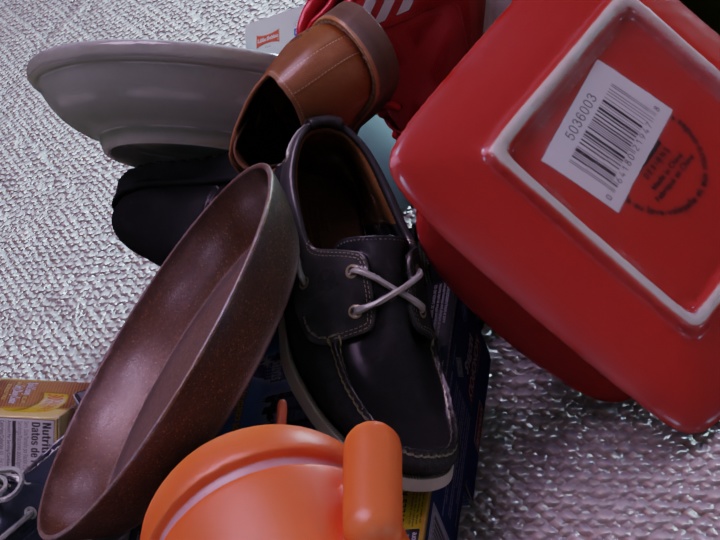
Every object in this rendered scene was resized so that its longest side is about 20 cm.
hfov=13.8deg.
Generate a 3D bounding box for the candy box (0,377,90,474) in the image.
[{"bbox_3d":[-0.254,0.093,1.697,0.199,0.056,0.115,2,8,8],"label":"candy box"}]

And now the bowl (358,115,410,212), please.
[{"bbox_3d":[-0.045,-0.083,1.891,0.200,0.105,0.201,-29,19,11],"label":"bowl"}]

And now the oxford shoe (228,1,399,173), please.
[{"bbox_3d":[-0.041,-0.063,1.515,0.071,0.071,0.200,-34,-17,-25],"label":"oxford shoe"}]

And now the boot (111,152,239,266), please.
[{"bbox_3d":[-0.095,0.021,1.695,0.198,0.073,0.163,-9,64,55],"label":"boot"}]

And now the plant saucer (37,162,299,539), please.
[{"bbox_3d":[-0.083,0.044,1.372,0.200,0.034,0.200,-55,13,19],"label":"plant saucer"}]

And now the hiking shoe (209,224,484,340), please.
[{"bbox_3d":[0.000,0.000,1.523,0.100,0.076,0.200,-23,-23,24],"label":"hiking shoe"}]

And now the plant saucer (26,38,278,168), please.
[{"bbox_3d":[-0.095,-0.087,1.716,0.200,0.200,0.050,-6,75,52],"label":"plant saucer"}]

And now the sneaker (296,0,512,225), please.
[{"bbox_3d":[0.016,-0.089,1.566,0.115,0.201,0.078,-2,15,-21],"label":"sneaker"}]

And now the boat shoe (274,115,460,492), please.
[{"bbox_3d":[0.000,0.015,1.390,0.068,0.072,0.200,115,146,-43],"label":"boat shoe"}]

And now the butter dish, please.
[{"bbox_3d":[0.112,-0.022,1.438,0.200,0.199,0.148,-49,1,-33],"label":"butter dish"}]

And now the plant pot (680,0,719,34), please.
[{"bbox_3d":[0.148,-0.131,1.610,0.200,0.200,0.193,-47,11,-34],"label":"plant pot"}]

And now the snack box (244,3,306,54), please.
[{"bbox_3d":[0.044,-0.121,1.751,0.116,0.200,0.037,-14,71,43],"label":"snack box"}]

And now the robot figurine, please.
[{"bbox_3d":[-0.026,0.143,1.255,0.116,0.144,0.200,-16,41,-10],"label":"robot figurine"}]

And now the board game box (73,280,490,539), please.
[{"bbox_3d":[-0.048,0.102,1.439,0.199,0.062,0.200,-8,39,17],"label":"board game box"}]

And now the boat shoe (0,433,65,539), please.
[{"bbox_3d":[-0.193,0.137,1.549,0.075,0.062,0.200,-11,29,51],"label":"boat shoe"}]

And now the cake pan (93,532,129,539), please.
[{"bbox_3d":[-0.121,0.156,1.544,0.200,0.037,0.200,-29,20,12],"label":"cake pan"}]
